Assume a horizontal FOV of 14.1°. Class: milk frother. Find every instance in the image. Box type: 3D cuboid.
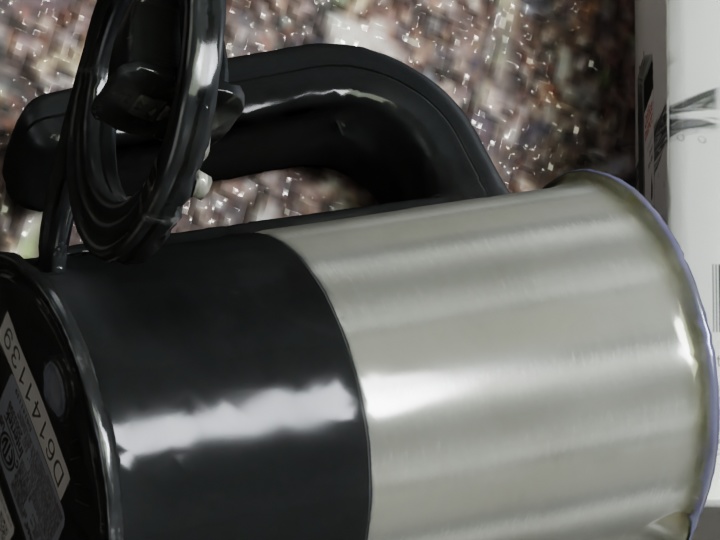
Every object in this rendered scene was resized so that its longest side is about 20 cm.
[{"bbox_3d":[0.000,0.000,0.775,0.188,0.200,0.181,-9,78,-27],"label":"milk frother"}]

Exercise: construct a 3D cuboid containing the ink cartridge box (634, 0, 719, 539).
[{"bbox_3d":[0.160,-0.017,0.895,0.146,0.083,0.201,2,76,-2],"label":"ink cartridge box"}]
